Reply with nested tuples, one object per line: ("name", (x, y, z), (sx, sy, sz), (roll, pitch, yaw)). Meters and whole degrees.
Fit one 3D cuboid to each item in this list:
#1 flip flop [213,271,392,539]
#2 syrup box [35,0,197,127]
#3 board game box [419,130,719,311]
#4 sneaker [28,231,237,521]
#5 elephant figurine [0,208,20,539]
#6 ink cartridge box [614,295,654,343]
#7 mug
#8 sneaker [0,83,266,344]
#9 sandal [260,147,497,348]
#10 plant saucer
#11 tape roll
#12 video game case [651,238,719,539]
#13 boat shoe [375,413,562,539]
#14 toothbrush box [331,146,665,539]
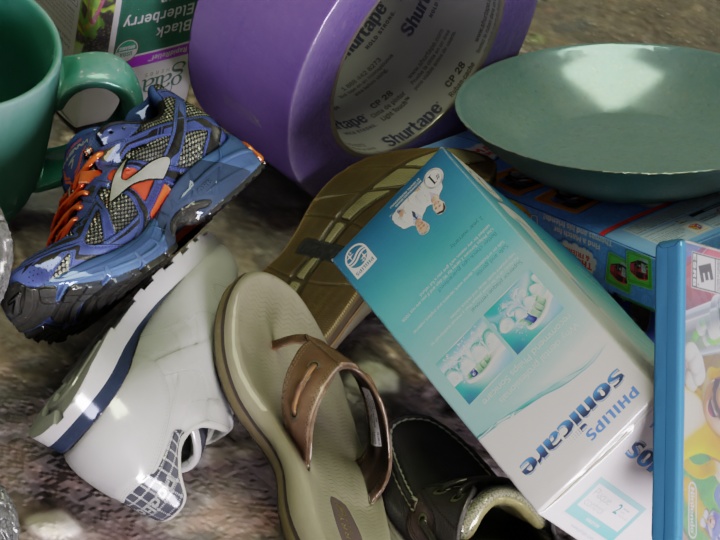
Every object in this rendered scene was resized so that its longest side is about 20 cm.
("flip flop", (-0.015, 0.078, 1.396), (0.081, 0.058, 0.201), (22, 35, -38))
("syrup box", (-0.135, -0.187, 1.620), (0.078, 0.201, 0.081), (-16, 44, -33))
("board game box", (0.142, -0.043, 1.615), (0.151, 0.037, 0.200), (-21, 33, -38))
("sneaker", (-0.097, 0.052, 1.439), (0.080, 0.076, 0.200), (38, 33, -5))
("elephant figurine", (-0.214, 0.007, 1.343), (0.155, 0.142, 0.200), (26, 20, -47))
("ink cartridge box", (0.227, 0.057, 1.552), (0.199, 0.042, 0.120), (17, 35, 0))
("mug", (-0.226, -0.073, 1.513), (0.184, 0.115, 0.152), (25, 37, 13))
("sneaker", (-0.128, -0.030, 1.451), (0.078, 0.075, 0.200), (47, 35, -2))
("sandal", (0.000, 0.000, 1.545), (0.080, 0.054, 0.200), (19, 50, 31))
("plant saucer", (0.151, -0.076, 1.597), (0.200, 0.039, 0.201), (0, 24, 0))
("tape roll", (0.004, -0.142, 1.608), (0.085, 0.201, 0.200), (37, 42, 29))
("video game case", (0.207, 0.072, 1.356), (0.199, 0.144, 0.018), (14, -17, -43))
("boat shoe", (0.064, 0.130, 1.379), (0.071, 0.066, 0.201), (-5, 40, -24))
("toothbrush box", (0.098, 0.052, 1.420), (0.146, 0.085, 0.200), (36, 10, -51))
